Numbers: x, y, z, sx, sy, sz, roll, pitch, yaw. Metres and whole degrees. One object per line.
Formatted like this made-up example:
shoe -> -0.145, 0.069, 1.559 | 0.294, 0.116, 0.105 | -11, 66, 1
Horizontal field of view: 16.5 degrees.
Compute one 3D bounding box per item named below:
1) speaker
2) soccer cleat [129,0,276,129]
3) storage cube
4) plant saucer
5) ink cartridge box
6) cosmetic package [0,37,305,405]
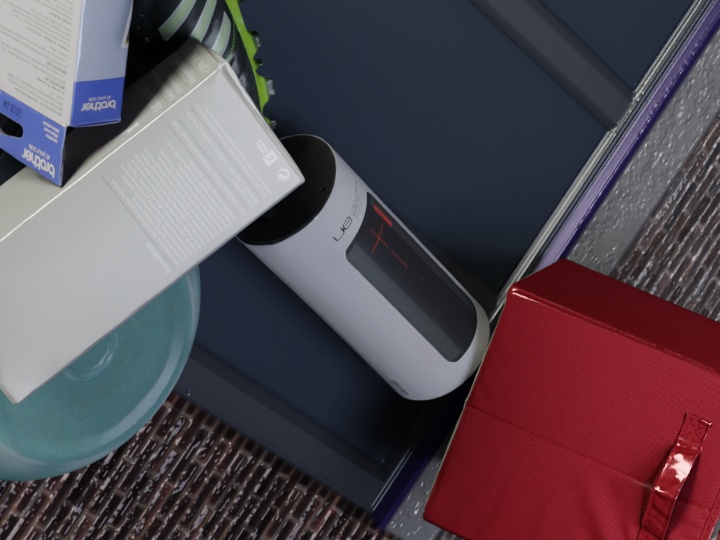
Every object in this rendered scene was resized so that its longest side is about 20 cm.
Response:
speaker -> 0.000, 0.000, 1.551 | 0.081, 0.081, 0.200 | -51, 135, -7
soccer cleat -> -0.102, -0.141, 1.407 | 0.081, 0.068, 0.200 | -19, 132, -4
storage cube -> 0.167, 0.108, 1.639 | 0.171, 0.179, 0.200 | -70, 166, 12
plant saucer -> -0.168, 0.040, 1.457 | 0.200, 0.036, 0.201 | -20, 124, -32
ink cartridge box -> -0.164, -0.158, 1.294 | 0.042, 0.119, 0.201 | -8, 116, -40
cosmetic package -> -0.137, -0.029, 1.341 | 0.200, 0.107, 0.090 | -36, 109, -4
